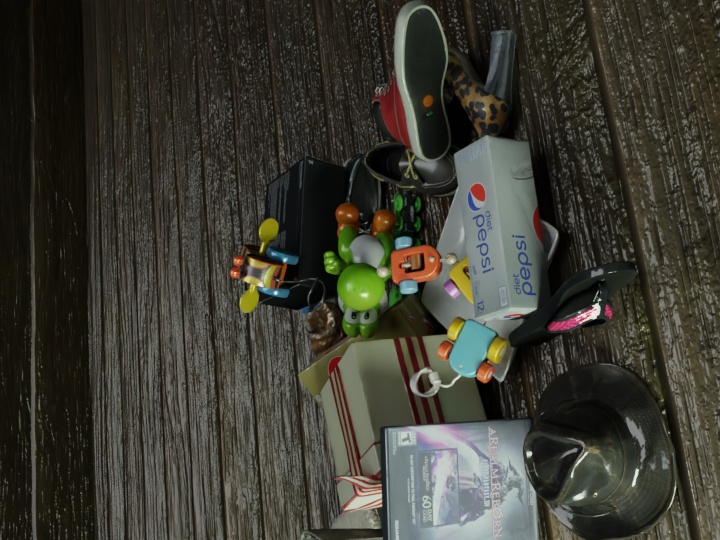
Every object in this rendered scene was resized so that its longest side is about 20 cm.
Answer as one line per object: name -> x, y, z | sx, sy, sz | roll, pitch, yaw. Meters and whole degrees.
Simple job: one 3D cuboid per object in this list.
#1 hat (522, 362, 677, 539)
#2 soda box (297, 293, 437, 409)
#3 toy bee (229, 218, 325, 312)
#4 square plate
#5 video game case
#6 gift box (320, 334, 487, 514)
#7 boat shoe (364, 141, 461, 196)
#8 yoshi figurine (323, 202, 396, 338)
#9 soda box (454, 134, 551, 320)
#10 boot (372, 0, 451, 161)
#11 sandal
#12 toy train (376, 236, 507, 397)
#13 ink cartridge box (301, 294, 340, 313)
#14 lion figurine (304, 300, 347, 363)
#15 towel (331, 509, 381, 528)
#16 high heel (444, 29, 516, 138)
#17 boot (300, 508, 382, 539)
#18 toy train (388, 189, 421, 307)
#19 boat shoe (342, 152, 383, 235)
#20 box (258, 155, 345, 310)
hat -> 0.224, 0.191, 0.845 | 0.200, 0.080, 0.204 | -11, 78, 58
soda box -> 0.009, 0.114, 1.133 | 0.199, 0.068, 0.064 | -37, 90, 29
toy bee -> -0.137, -0.010, 1.136 | 0.199, 0.108, 0.133 | -12, 68, 58
square plate -> 0.161, 0.001, 1.016 | 0.198, 0.028, 0.202 | 47, 126, 51
video game case -> 0.114, 0.244, 0.910 | 0.019, 0.197, 0.145 | 164, 106, -64
gift box -> 0.042, 0.207, 1.023 | 0.185, 0.197, 0.189 | 113, 146, -57
boat shoe -> 0.076, -0.145, 1.135 | 0.200, 0.060, 0.073 | 17, 102, 58
yoshi figurine -> 0.006, -0.009, 1.077 | 0.112, 0.112, 0.202 | -25, 43, 29
soda box -> 0.163, -0.048, 0.925 | 0.063, 0.067, 0.203 | -25, 66, 54
boot -> 0.051, -0.256, 1.059 | 0.144, 0.072, 0.202 | 42, 146, 51
sandal -> 0.229, 0.049, 0.862 | 0.200, 0.074, 0.046 | 125, 138, -53
toy train -> 0.105, 0.050, 0.985 | 0.148, 0.056, 0.203 | -16, 71, 20
ink cartridge box -> -0.046, -0.033, 1.323 | 0.115, 0.066, 0.203 | -13, 77, 57
lion figurine -> -0.018, 0.148, 1.235 | 0.200, 0.072, 0.123 | 43, 118, 8
towel -> 0.016, 0.440, 1.218 | 0.133, 0.034, 0.201 | -59, 40, 36
high heel -> 0.117, -0.224, 1.059 | 0.199, 0.071, 0.145 | 0, 82, 50
boot -> 0.005, 0.357, 1.082 | 0.182, 0.198, 0.073 | 42, 122, 51
toy train -> 0.063, -0.014, 1.172 | 0.056, 0.041, 0.203 | 170, 101, -69
boat shoe -> -0.002, -0.082, 1.247 | 0.060, 0.075, 0.203 | -15, 76, 63
box -> -0.091, -0.054, 1.250 | 0.141, 0.078, 0.203 | -25, 59, 57
